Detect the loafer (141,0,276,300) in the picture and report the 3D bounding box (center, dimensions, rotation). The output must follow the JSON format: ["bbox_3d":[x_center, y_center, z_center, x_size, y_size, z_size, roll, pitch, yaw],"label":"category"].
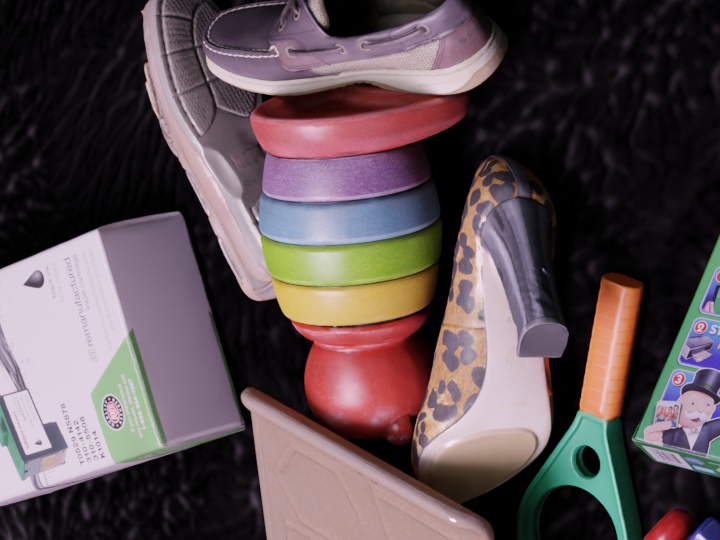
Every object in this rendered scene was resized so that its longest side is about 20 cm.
[{"bbox_3d":[-0.089,-0.074,1.788,0.063,0.072,0.200,-34,79,47],"label":"loafer"}]

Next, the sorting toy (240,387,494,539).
[{"bbox_3d":[0.015,0.169,1.725,0.185,0.036,0.200,28,144,34],"label":"sorting toy"}]

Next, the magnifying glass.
[{"bbox_3d":[0.132,0.099,1.663,0.079,0.022,0.201,22,115,36],"label":"magnifying glass"}]

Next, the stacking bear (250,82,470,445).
[{"bbox_3d":[0.000,0.000,1.701,0.121,0.114,0.201,6,108,42],"label":"stacking bear"}]

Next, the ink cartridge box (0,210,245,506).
[{"bbox_3d":[-0.185,0.061,1.885,0.200,0.084,0.147,-21,85,41],"label":"ink cartridge box"}]

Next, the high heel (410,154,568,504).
[{"bbox_3d":[0.068,0.037,1.688,0.200,0.071,0.143,116,153,-45],"label":"high heel"}]

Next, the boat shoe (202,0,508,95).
[{"bbox_3d":[-0.011,-0.142,1.689,0.200,0.072,0.065,7,139,36],"label":"boat shoe"}]

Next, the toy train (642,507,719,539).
[{"bbox_3d":[0.174,0.181,1.568,0.085,0.116,0.200,44,126,6],"label":"toy train"}]

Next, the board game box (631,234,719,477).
[{"bbox_3d":[0.250,0.052,1.495,0.200,0.029,0.135,12,69,39],"label":"board game box"}]
